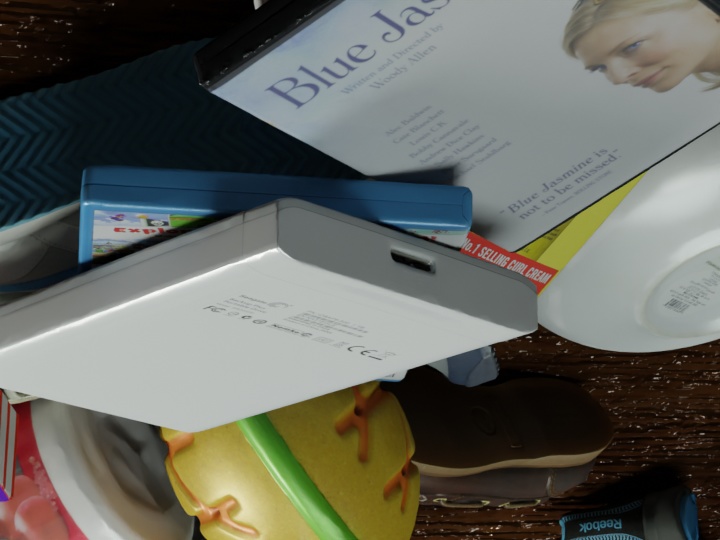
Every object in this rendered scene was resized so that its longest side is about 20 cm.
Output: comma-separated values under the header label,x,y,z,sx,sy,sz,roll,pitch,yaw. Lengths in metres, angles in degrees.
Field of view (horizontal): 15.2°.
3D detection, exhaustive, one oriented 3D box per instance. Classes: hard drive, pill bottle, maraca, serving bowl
label,x,y,z,sx,sy,sz,roll,pitch,yaw
hard drive,-0.048,0.022,1.049,0.132,0.027,0.200,17,155,-40
pill bottle,-0.187,0.131,1.275,0.200,0.111,0.111,-30,148,18
maraca,-0.021,0.097,1.235,0.107,0.137,0.200,-33,123,4
serving bowl,0.161,-0.018,1.268,0.199,0.066,0.200,-13,150,-8

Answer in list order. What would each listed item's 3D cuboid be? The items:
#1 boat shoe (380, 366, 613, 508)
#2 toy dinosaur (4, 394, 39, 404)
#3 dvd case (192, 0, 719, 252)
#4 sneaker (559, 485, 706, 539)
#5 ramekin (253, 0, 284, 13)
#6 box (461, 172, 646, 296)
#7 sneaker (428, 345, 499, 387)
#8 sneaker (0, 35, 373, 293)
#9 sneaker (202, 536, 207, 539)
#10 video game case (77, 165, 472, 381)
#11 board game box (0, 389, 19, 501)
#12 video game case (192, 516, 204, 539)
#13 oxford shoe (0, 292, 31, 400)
label,x,y,z,sx,sy,sz,roll,pitch,yaw
boat shoe,0.041,0.092,1.375,0.200,0.071,0.070,10,135,-39
toy dinosaur,-0.230,0.098,1.211,0.199,0.088,0.048,-20,117,24
dvd case,0.055,-0.074,0.959,0.142,0.018,0.200,-32,147,24
sneaker,0.168,0.186,1.614,0.082,0.073,0.200,-6,146,11
ramekin,0.049,-0.146,0.961,0.199,0.105,0.200,-13,149,-8
box,0.095,-0.074,1.103,0.200,0.050,0.075,-49,140,16
sneaker,0.000,0.000,1.207,0.082,0.070,0.200,-28,140,5
sneaker,-0.082,-0.040,1.104,0.199,0.077,0.081,-9,156,-2
sneaker,-0.072,0.166,1.280,0.083,0.201,0.121,14,167,17
video game case,-0.040,0.005,1.069,0.143,0.018,0.200,4,161,-6
board game box,-0.259,0.052,1.121,0.199,0.046,0.152,-6,147,9
video game case,-0.136,0.182,1.365,0.143,0.017,0.200,-45,177,37
oxford shoe,-0.169,0.030,1.176,0.199,0.058,0.075,-9,150,-14
